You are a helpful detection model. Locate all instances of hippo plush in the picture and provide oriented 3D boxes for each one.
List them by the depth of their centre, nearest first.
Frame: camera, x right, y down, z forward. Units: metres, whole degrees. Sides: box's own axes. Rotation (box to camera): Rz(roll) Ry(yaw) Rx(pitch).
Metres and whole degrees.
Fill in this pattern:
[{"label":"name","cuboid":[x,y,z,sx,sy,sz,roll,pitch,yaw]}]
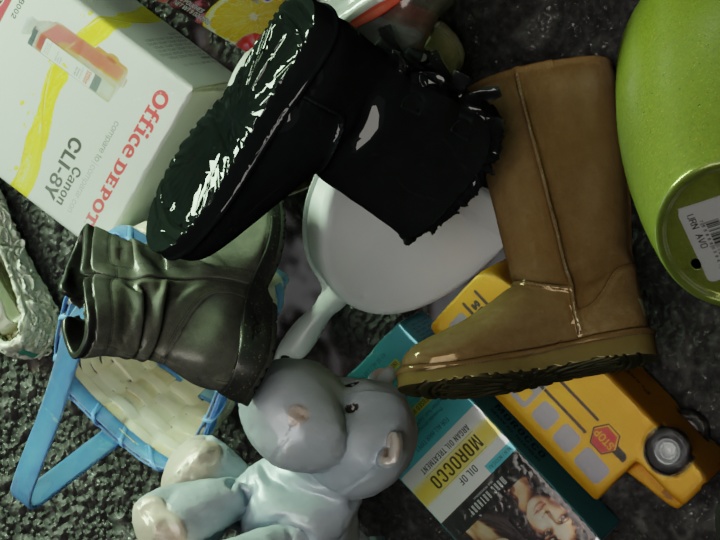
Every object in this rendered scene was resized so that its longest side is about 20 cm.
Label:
[{"label":"hippo plush","cuboid":[-0.030,0.147,1.275,0.199,0.160,0.161,24,123,-19]}]

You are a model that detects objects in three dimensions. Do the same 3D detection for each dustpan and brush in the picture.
[{"label":"dustpan and brush","cuboid":[0.000,0.000,1.358,0.139,0.057,0.201,29,107,-21]}]

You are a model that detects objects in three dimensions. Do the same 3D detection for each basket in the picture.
[{"label":"basket","cuboid":[-0.151,0.060,1.357,0.139,0.200,0.177,34,123,12]}]

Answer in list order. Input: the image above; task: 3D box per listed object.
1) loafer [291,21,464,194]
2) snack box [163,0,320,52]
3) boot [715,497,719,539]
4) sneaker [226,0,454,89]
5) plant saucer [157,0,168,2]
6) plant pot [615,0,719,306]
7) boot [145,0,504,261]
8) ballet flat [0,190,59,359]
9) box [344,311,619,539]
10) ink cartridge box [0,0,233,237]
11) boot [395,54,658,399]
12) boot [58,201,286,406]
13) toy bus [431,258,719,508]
[{"label":"loafer","cuboid":[-0.013,-0.099,1.343,0.199,0.069,0.076,-32,122,30]},{"label":"snack box","cuboid":[-0.019,-0.222,1.296,0.200,0.142,0.053,-37,53,22]},{"label":"boot","cuboid":[0.256,0.087,1.235,0.072,0.144,0.202,1,98,23]},{"label":"sneaker","cuboid":[0.011,-0.146,1.270,0.199,0.077,0.082,-35,120,8]},{"label":"plant saucer","cuboid":[-0.173,-0.295,1.296,0.199,0.037,0.201,28,110,43]},{"label":"plant pot","cuboid":[0.228,-0.067,1.161,0.186,0.200,0.188,7,122,12]},{"label":"boot","cuboid":[-0.017,-0.063,1.228,0.199,0.162,0.073,-54,34,14]},{"label":"ballet flat","cuboid":[-0.288,-0.022,1.482,0.072,0.072,0.201,-36,84,23]},{"label":"box","cuboid":[0.076,0.130,1.366,0.200,0.049,0.082,47,112,9]},{"label":"ink cartridge box","cuboid":[-0.205,-0.128,1.419,0.200,0.083,0.146,36,110,13]},{"label":"boot","cuboid":[0.094,-0.026,1.276,0.174,0.066,0.201,-8,73,-4]},{"label":"boot","cuboid":[-0.118,-0.007,1.258,0.130,0.201,0.068,19,125,-15]},{"label":"toy bus","cuboid":[0.145,0.079,1.321,0.200,0.065,0.078,46,112,9]}]
